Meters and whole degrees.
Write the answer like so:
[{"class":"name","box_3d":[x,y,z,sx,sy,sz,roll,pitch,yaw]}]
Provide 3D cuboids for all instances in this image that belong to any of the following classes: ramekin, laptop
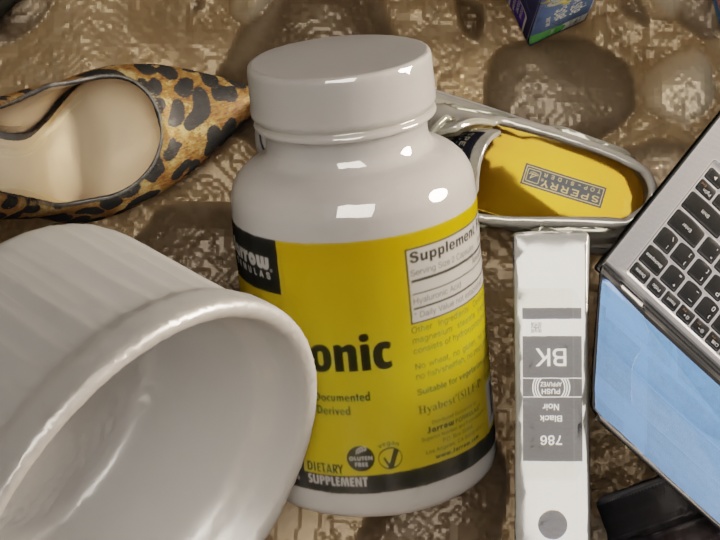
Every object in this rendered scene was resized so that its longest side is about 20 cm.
[{"class":"ramekin","box_3d":[-0.120,0.078,0.854,0.098,0.200,0.201,34,83,29]},{"class":"laptop","box_3d":[0.208,0.040,0.933,0.187,0.116,0.200,42,81,-14]}]

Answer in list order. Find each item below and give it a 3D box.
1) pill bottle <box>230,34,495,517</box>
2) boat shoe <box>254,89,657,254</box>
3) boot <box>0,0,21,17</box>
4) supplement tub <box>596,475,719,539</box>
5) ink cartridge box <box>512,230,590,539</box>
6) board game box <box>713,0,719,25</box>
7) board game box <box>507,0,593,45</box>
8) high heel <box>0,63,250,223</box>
[{"class":"pill bottle","box_3d":[0.000,0.000,0.930,0.111,0.111,0.200,-6,109,-1]},{"class":"boat shoe","box_3d":[0.047,-0.053,0.994,0.200,0.070,0.071,15,83,1]},{"class":"boot","box_3d":[-0.262,-0.152,0.971,0.138,0.200,0.077,-48,42,-10]},{"class":"supplement tub","box_3d":[0.174,0.188,0.944,0.107,0.107,0.200,-20,83,-3]},{"class":"ink cartridge box","box_3d":[0.090,0.087,0.960,0.039,0.099,0.200,-2,81,6]},{"class":"board game box","box_3d":[0.273,-0.164,1.022,0.200,0.047,0.151,-15,82,-3]},{"class":"board game box","box_3d":[0.071,-0.193,0.947,0.034,0.200,0.135,-24,84,-4]},{"class":"high heel","box_3d":[-0.131,-0.060,0.949,0.200,0.143,0.071,-15,91,-14]}]
